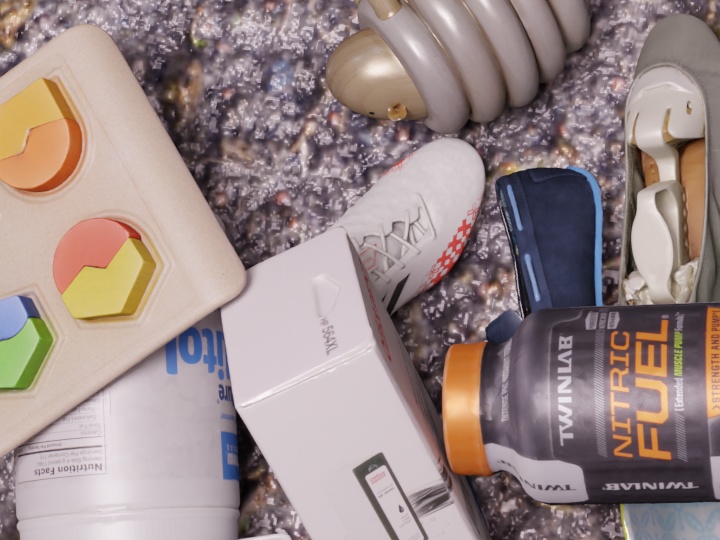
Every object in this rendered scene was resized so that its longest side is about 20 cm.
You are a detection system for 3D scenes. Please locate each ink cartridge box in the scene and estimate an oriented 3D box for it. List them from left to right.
[{"bbox_3d":[0.002,0.098,1.261,0.084,0.146,0.200,-25,117,5],"label":"ink cartridge box"}]

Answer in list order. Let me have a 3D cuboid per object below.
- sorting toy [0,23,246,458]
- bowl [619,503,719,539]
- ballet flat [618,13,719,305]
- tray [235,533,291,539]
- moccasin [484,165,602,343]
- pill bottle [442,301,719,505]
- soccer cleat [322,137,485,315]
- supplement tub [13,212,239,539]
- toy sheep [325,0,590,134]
[{"bbox_3d":[-0.187,-0.015,1.275,0.200,0.036,0.185,-33,74,9],"label":"sorting toy"},{"bbox_3d":[0.250,0.129,1.285,0.200,0.108,0.201,-2,79,11],"label":"bowl"},{"bbox_3d":[0.182,-0.058,1.341,0.067,0.064,0.200,-4,81,32],"label":"ballet flat"},{"bbox_3d":[-0.129,0.207,1.290,0.200,0.022,0.108,-9,108,0],"label":"tray"},{"bbox_3d":[0.104,0.038,1.342,0.068,0.080,0.200,3,69,-6],"label":"moccasin"},{"bbox_3d":[0.145,0.071,1.208,0.200,0.106,0.106,-3,81,12],"label":"pill bottle"},{"bbox_3d":[0.000,0.000,1.351,0.069,0.085,0.200,44,89,11],"label":"soccer cleat"},{"bbox_3d":[-0.138,0.066,1.337,0.132,0.132,0.200,-5,82,7],"label":"supplement tub"},{"bbox_3d":[0.067,-0.156,1.345,0.200,0.138,0.138,-33,79,-3],"label":"toy sheep"}]
